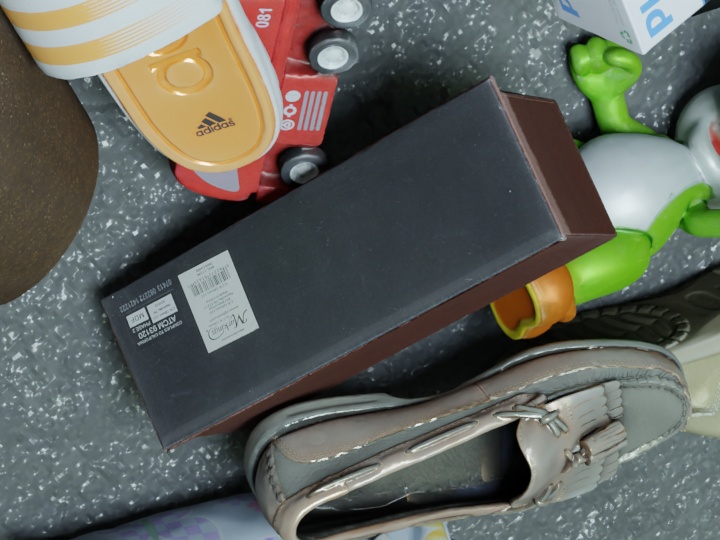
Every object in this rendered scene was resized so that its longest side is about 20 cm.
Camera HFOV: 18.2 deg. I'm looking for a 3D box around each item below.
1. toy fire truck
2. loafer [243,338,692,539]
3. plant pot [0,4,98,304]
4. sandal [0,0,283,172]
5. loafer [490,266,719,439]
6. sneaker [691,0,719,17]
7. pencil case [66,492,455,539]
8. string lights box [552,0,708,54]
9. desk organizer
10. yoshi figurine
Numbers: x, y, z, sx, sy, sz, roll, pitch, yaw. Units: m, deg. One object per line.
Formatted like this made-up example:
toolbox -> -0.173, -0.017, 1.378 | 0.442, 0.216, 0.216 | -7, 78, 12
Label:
toy fire truck -> -0.070, -0.107, 0.873 | 0.141, 0.049, 0.200 | 2, 138, -14
loafer -> 0.052, 0.082, 0.967 | 0.199, 0.063, 0.072 | -10, 122, -8
plant pot -> -0.195, -0.067, 0.812 | 0.200, 0.187, 0.187 | 32, 95, -45
sandal -> -0.079, -0.089, 0.808 | 0.079, 0.059, 0.207 | -20, 139, 14
loafer -> 0.149, 0.050, 1.059 | 0.200, 0.076, 0.068 | -19, 111, -17
sneaker -> 0.095, -0.155, 0.937 | 0.200, 0.070, 0.078 | 24, 140, -39
pencil case -> -0.055, 0.144, 0.997 | 0.199, 0.091, 0.083 | -10, 115, -20
string lights box -> 0.146, -0.186, 0.855 | 0.200, 0.059, 0.103 | -40, 128, -14
desk organizer -> 0.000, 0.000, 0.940 | 0.200, 0.072, 0.077 | -29, 169, 22
yoshi figurine -> 0.141, -0.050, 1.000 | 0.200, 0.112, 0.113 | -23, 112, -18
